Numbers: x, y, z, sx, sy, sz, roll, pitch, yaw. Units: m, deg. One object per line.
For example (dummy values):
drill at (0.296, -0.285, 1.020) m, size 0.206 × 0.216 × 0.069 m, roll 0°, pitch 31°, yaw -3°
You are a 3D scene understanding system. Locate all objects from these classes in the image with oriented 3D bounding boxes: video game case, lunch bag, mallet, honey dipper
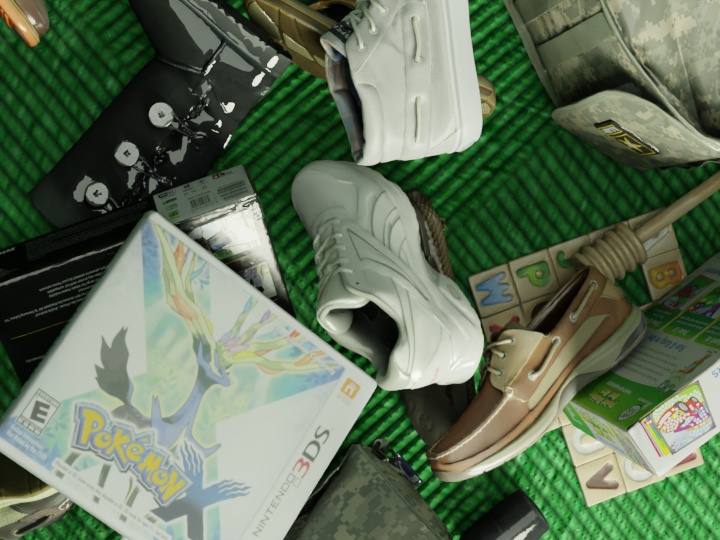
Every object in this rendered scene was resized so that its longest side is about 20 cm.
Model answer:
video game case at (-0.111, 0.092, 0.953) m, size 0.200 × 0.022 × 0.183 m, roll 38°, pitch 71°, yaw -16°
lunch bag at (0.196, -0.159, 1.032) m, size 0.117 × 0.164 × 0.201 m, roll -26°, pitch 95°, yaw -10°
mallet at (0.164, 0.252, 1.112) m, size 0.200 × 0.041 × 0.066 m, roll 44°, pitch 90°, yaw -11°
lunch bag at (-0.009, 0.236, 0.995) m, size 0.200 × 0.139 × 0.168 m, roll -41°, pitch 76°, yaw -4°
honey dipper at (0.250, -0.051, 1.104) m, size 0.199 × 0.038 × 0.038 m, roll -34°, pitch 96°, yaw -8°

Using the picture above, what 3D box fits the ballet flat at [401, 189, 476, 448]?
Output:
ballet flat at (0.056, 0.038, 1.083) m, size 0.046 × 0.067 × 0.201 m, roll -16°, pitch 95°, yaw -50°

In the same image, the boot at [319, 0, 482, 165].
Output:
boot at (0.019, -0.172, 0.978) m, size 0.095 × 0.074 × 0.201 m, roll -14°, pitch 98°, yaw -18°

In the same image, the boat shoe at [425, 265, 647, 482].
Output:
boat shoe at (0.116, 0.072, 1.040) m, size 0.200 × 0.076 × 0.072 m, roll -40°, pitch 100°, yaw -22°

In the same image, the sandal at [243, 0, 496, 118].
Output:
sandal at (0.009, -0.166, 1.058) m, size 0.199 × 0.080 × 0.054 m, roll 19°, pitch 75°, yaw -9°

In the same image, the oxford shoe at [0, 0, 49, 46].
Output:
oxford shoe at (-0.256, -0.259, 1.023) m, size 0.073 × 0.071 × 0.201 m, roll -24°, pitch 95°, yaw -10°

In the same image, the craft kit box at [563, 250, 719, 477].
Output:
craft kit box at (0.242, 0.052, 1.022) m, size 0.197 × 0.200 × 0.049 m, roll -34°, pitch 97°, yaw -4°

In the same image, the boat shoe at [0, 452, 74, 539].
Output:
boat shoe at (-0.229, 0.146, 1.014) m, size 0.200 × 0.072 × 0.066 m, roll -27°, pitch 139°, yaw 26°

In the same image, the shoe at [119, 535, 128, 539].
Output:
shoe at (-0.116, 0.179, 1.012) m, size 0.091 × 0.071 × 0.201 m, roll 21°, pitch 88°, yaw -4°

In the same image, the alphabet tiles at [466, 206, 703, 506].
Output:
alphabet tiles at (0.190, 0.072, 1.120) m, size 0.166 × 0.008 × 0.201 m, roll -19°, pitch 94°, yaw -6°

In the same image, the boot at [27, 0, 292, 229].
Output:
boot at (-0.170, -0.121, 1.038) m, size 0.165 × 0.066 × 0.200 m, roll 40°, pitch 102°, yaw 2°

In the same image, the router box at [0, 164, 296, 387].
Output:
router box at (-0.151, 0.028, 1.025) m, size 0.199 × 0.051 × 0.150 m, roll -19°, pitch 124°, yaw -6°

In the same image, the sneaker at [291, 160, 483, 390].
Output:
sneaker at (0.000, 0.000, 1.020) m, size 0.099 × 0.078 × 0.200 m, roll -13°, pitch 56°, yaw -41°
